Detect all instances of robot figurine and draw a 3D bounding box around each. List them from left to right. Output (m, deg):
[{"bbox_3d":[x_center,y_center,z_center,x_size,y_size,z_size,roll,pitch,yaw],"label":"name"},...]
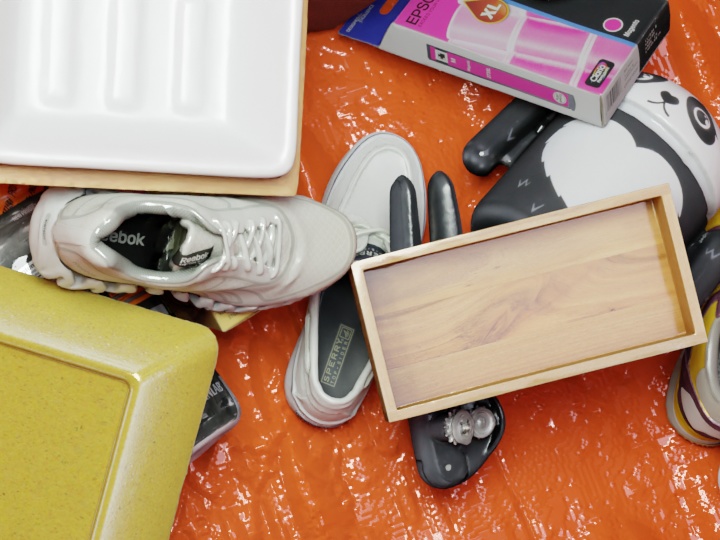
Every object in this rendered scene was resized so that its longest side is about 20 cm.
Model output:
[{"bbox_3d":[0.151,-0.038,1.601,0.200,0.125,0.150,-47,118,-20],"label":"robot figurine"}]

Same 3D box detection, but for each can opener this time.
[{"bbox_3d":[0.044,0.038,1.549,0.063,0.079,0.201,-16,103,-33],"label":"can opener"}]

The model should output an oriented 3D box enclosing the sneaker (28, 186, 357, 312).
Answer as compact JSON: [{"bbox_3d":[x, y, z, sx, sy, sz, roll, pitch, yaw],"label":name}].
[{"bbox_3d":[-0.085,-0.013,1.423,0.199,0.081,0.076,1,90,-29],"label":"sneaker"}]

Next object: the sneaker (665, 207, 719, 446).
[{"bbox_3d":[0.255,0.014,1.635,0.075,0.090,0.201,12,74,-11],"label":"sneaker"}]

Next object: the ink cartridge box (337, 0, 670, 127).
[{"bbox_3d":[0.091,-0.163,1.612,0.199,0.037,0.095,20,56,25],"label":"ink cartridge box"}]

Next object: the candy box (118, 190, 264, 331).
[{"bbox_3d":[-0.127,-0.063,1.513,0.056,0.117,0.201,-31,103,-17],"label":"candy box"}]

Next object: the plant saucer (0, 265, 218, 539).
[{"bbox_3d":[-0.201,0.105,1.421,0.199,0.048,0.201,16,96,8],"label":"plant saucer"}]

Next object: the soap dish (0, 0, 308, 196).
[{"bbox_3d":[-0.131,-0.124,1.402,0.199,0.081,0.158,2,90,-20],"label":"soap dish"}]

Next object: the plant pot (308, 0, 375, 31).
[{"bbox_3d":[-0.062,-0.253,1.575,0.176,0.200,0.201,12,73,-23],"label":"plant pot"}]

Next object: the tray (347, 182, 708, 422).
[{"bbox_3d":[0.100,0.019,1.507,0.199,0.037,0.099,-14,89,-4],"label":"tray"}]

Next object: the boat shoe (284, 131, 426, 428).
[{"bbox_3d":[0.000,0.000,1.585,0.072,0.066,0.201,23,72,-8],"label":"boat shoe"}]

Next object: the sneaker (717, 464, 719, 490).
[{"bbox_3d":[0.338,0.145,1.606,0.199,0.109,0.070,3,107,-15],"label":"sneaker"}]

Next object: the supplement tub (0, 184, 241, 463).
[{"bbox_3d":[-0.174,0.044,1.499,0.122,0.123,0.200,-36,86,-20],"label":"supplement tub"}]
